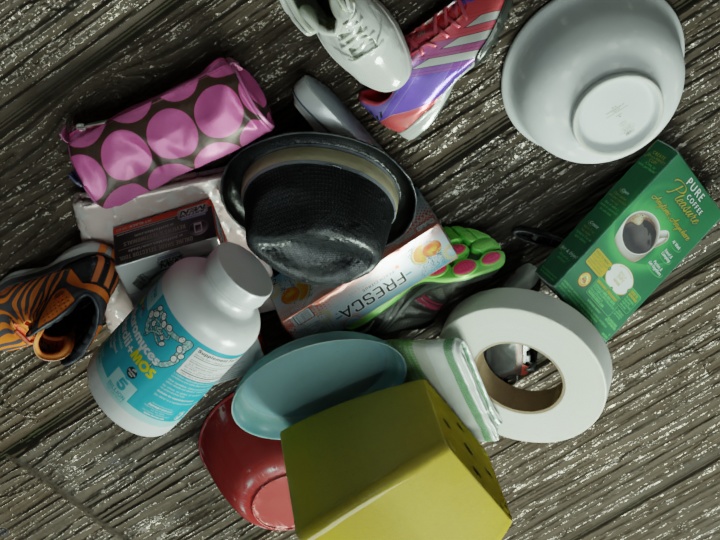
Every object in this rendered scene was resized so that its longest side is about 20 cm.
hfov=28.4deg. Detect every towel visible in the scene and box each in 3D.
[{"bbox_3d":[0.054,0.131,1.620,0.198,0.031,0.150,-1,128,35],"label":"towel"},{"bbox_3d":[-0.192,-0.018,1.504,0.188,0.032,0.202,-12,132,-5],"label":"towel"}]

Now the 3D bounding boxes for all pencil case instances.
[{"bbox_3d":[-0.186,-0.136,1.374,0.198,0.091,0.094,-25,111,5],"label":"pencil case"}]

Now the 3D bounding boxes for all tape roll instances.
[{"bbox_3d":[0.179,0.108,1.578,0.200,0.037,0.205,12,132,14],"label":"tape roll"}]

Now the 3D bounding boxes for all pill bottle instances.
[{"bbox_3d":[-0.173,0.063,1.400,0.110,0.111,0.200,29,118,-32],"label":"pill bottle"}]

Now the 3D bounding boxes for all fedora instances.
[{"bbox_3d":[-0.043,-0.047,1.402,0.197,0.092,0.202,2,141,2],"label":"fedora"}]

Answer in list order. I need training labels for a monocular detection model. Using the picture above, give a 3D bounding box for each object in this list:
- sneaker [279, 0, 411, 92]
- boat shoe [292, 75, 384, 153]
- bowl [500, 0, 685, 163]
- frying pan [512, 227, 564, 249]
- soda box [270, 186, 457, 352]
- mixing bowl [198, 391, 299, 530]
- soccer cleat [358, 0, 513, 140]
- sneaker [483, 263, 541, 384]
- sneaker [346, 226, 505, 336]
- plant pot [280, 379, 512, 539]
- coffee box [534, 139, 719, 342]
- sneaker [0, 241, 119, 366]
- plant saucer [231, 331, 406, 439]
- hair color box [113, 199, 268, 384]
[{"bbox_3d":[-0.020,-0.223,1.295,0.073,0.116,0.200,-29,119,19],"label":"sneaker"},{"bbox_3d":[-0.016,-0.113,1.439,0.065,0.074,0.200,-35,127,11],"label":"boat shoe"},{"bbox_3d":[0.247,-0.180,1.436,0.198,0.091,0.203,-6,130,-7],"label":"bowl"},{"bbox_3d":[0.272,-0.028,1.613,0.115,0.031,0.189,-42,129,19],"label":"frying pan"},{"bbox_3d":[0.000,0.000,1.523,0.199,0.069,0.064,-31,136,4],"label":"soda box"},{"bbox_3d":[-0.089,0.235,1.691,0.197,0.109,0.202,-7,130,-8],"label":"mixing bowl"},{"bbox_3d":[0.076,-0.217,1.382,0.073,0.069,0.201,25,121,-21],"label":"soccer cleat"},{"bbox_3d":[0.176,0.075,1.625,0.081,0.077,0.201,30,135,6],"label":"sneaker"},{"bbox_3d":[0.069,0.015,1.578,0.198,0.078,0.084,-23,145,13],"label":"sneaker"},{"bbox_3d":[0.048,0.241,1.537,0.176,0.201,0.200,-35,117,10],"label":"plant pot"},{"bbox_3d":[0.298,-0.031,1.565,0.200,0.044,0.123,-48,127,2],"label":"coffee box"},{"bbox_3d":[-0.331,0.053,1.458,0.199,0.113,0.077,-32,123,32],"label":"sneaker"},{"bbox_3d":[-0.047,0.122,1.558,0.197,0.028,0.201,-13,147,-9],"label":"plant saucer"},{"bbox_3d":[-0.175,0.031,1.489,0.109,0.064,0.201,-16,134,1],"label":"hair color box"}]
